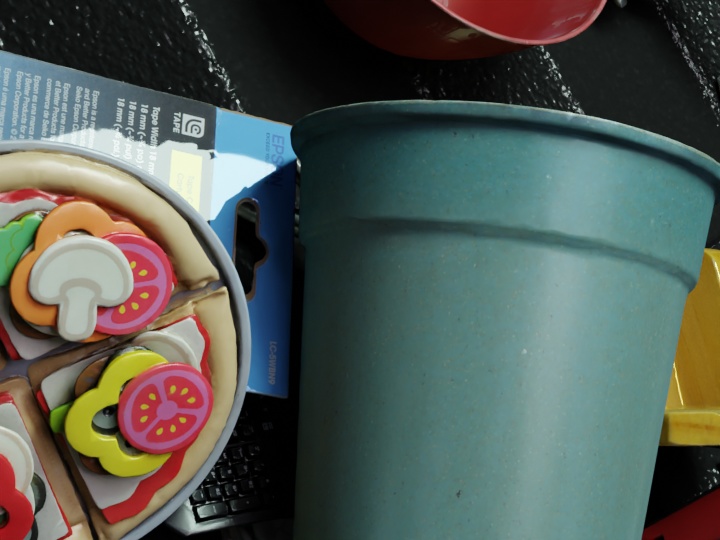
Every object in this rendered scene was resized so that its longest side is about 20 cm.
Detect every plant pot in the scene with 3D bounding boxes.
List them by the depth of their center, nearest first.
[{"bbox_3d":[0.055,0.046,0.744,0.200,0.200,0.197,13,78,-33],"label":"plant pot"}]

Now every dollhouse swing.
[{"bbox_3d":[0.164,0.027,0.916,0.200,0.176,0.182,3,69,-36],"label":"dollhouse swing"}]

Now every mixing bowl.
[{"bbox_3d":[0.037,-0.198,0.961,0.200,0.108,0.201,16,63,-33],"label":"mixing bowl"}]

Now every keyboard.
[{"bbox_3d":[-0.068,0.023,0.801,0.104,0.040,0.200,-6,66,-32],"label":"keyboard"}]

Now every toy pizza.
[{"bbox_3d":[-0.139,0.045,0.683,0.200,0.032,0.201,-7,114,-16],"label":"toy pizza"}]

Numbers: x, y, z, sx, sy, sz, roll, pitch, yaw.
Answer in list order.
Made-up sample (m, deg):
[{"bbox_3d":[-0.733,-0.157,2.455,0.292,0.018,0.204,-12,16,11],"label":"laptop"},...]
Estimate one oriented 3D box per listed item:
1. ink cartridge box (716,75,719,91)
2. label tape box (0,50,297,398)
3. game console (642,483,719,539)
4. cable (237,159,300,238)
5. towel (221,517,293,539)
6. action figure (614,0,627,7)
[{"bbox_3d":[0.348,-0.089,1.195,0.200,0.050,0.109,3,69,-38],"label":"ink cartridge box"},{"bbox_3d":[-0.133,-0.015,0.759,0.200,0.063,0.145,13,63,-24],"label":"label tape box"},{"bbox_3d":[0.224,0.136,0.898,0.177,0.200,0.031,0,62,-37],"label":"game console"},{"bbox_3d":[0.000,0.000,0.856,0.200,0.097,0.050,53,23,-9],"label":"cable"},{"bbox_3d":[0.040,0.181,0.808,0.191,0.032,0.200,2,52,-37],"label":"towel"},{"bbox_3d":[0.234,-0.220,1.132,0.193,0.105,0.200,-30,65,-37],"label":"action figure"}]
